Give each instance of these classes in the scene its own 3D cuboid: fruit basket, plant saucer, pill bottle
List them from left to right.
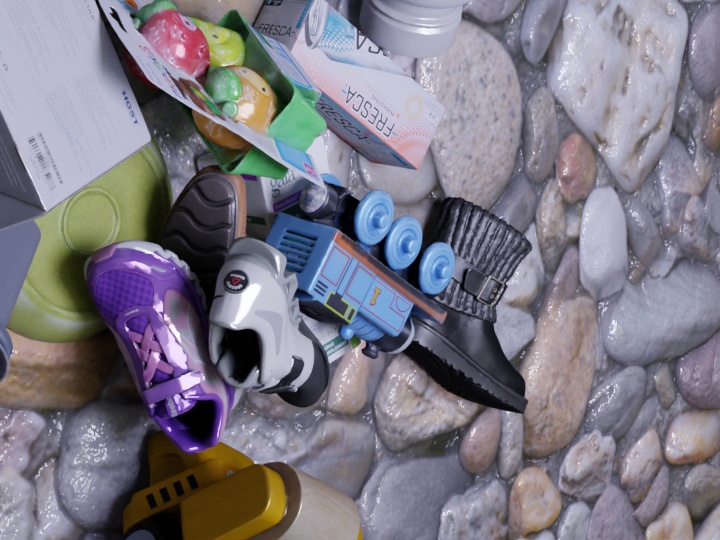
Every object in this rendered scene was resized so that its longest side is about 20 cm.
[{"bbox_3d":[-0.219,-0.039,1.260,0.200,0.031,0.201,-11,106,-43],"label":"plant saucer"},{"bbox_3d":[-0.120,-0.159,1.237,0.094,0.185,0.200,-44,137,10],"label":"fruit basket"},{"bbox_3d":[0.062,-0.290,1.388,0.114,0.114,0.200,-27,147,-39],"label":"pill bottle"}]

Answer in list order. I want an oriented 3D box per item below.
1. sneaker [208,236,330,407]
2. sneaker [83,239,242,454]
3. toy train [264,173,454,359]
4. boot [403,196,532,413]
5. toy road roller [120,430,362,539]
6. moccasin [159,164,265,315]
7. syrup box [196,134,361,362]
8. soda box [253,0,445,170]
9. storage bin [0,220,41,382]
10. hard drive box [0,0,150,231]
[{"bbox_3d":[-0.082,0.066,1.273,0.089,0.074,0.200,-65,153,-29],"label":"sneaker"},{"bbox_3d":[-0.152,0.067,1.254,0.089,0.080,0.200,-89,158,-51],"label":"sneaker"},{"bbox_3d":[0.000,0.000,1.342,0.200,0.087,0.115,37,77,-50],"label":"toy train"},{"bbox_3d":[0.125,0.039,1.592,0.211,0.079,0.158,41,70,-42],"label":"boot"},{"bbox_3d":[-0.106,0.190,1.321,0.123,0.200,0.146,34,38,-45],"label":"toy road roller"},{"bbox_3d":[-0.119,0.000,1.313,0.078,0.073,0.202,-47,148,-49],"label":"moccasin"},{"bbox_3d":[-0.068,-0.016,1.382,0.079,0.081,0.201,-31,120,-41],"label":"syrup box"},{"bbox_3d":[-0.012,-0.165,1.420,0.200,0.063,0.069,35,74,-44],"label":"soda box"},{"bbox_3d":[-0.316,-0.029,1.103,0.200,0.145,0.135,62,30,-34],"label":"storage bin"},{"bbox_3d":[-0.236,-0.125,1.100,0.200,0.077,0.156,-52,122,-68],"label":"hard drive box"}]
